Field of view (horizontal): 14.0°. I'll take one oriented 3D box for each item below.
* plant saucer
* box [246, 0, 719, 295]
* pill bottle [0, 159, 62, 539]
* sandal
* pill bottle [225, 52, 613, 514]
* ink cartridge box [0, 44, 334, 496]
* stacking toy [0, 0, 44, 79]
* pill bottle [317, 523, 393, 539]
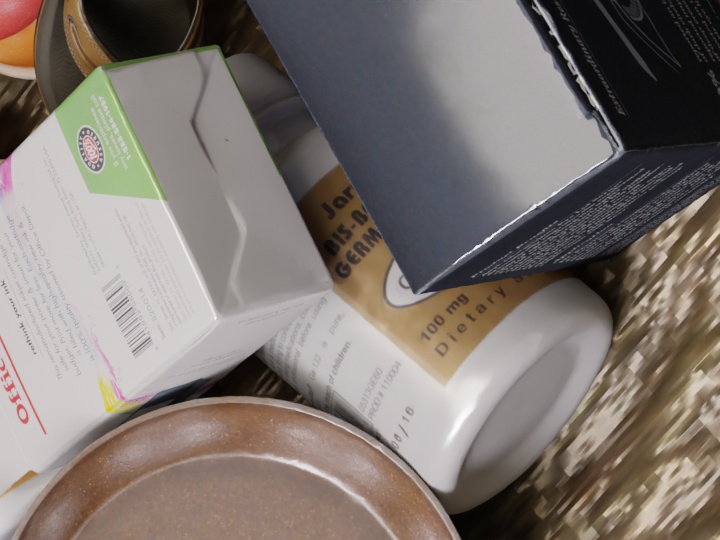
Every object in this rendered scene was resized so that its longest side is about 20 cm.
[{"bbox_3d":[-0.050,0.152,1.181,0.199,0.035,0.202,1,73,-4],"label":"plant saucer"},{"bbox_3d":[0.065,-0.084,1.159,0.104,0.200,0.149,-35,77,25],"label":"box"},{"bbox_3d":[-0.171,0.020,1.350,0.112,0.112,0.201,-34,78,27],"label":"pill bottle"},{"bbox_3d":[-0.093,-0.116,1.278,0.201,0.081,0.055,110,154,-42],"label":"sandal"},{"bbox_3d":[0.000,0.000,1.252,0.200,0.114,0.115,40,111,21],"label":"pill bottle"},{"bbox_3d":[-0.109,0.006,1.231,0.200,0.067,0.118,-37,74,46],"label":"ink cartridge box"},{"bbox_3d":[-0.190,-0.158,1.296,0.145,0.200,0.147,2,94,29],"label":"stacking toy"},{"bbox_3d":[0.003,0.167,1.260,0.119,0.119,0.201,-36,77,26],"label":"pill bottle"}]
